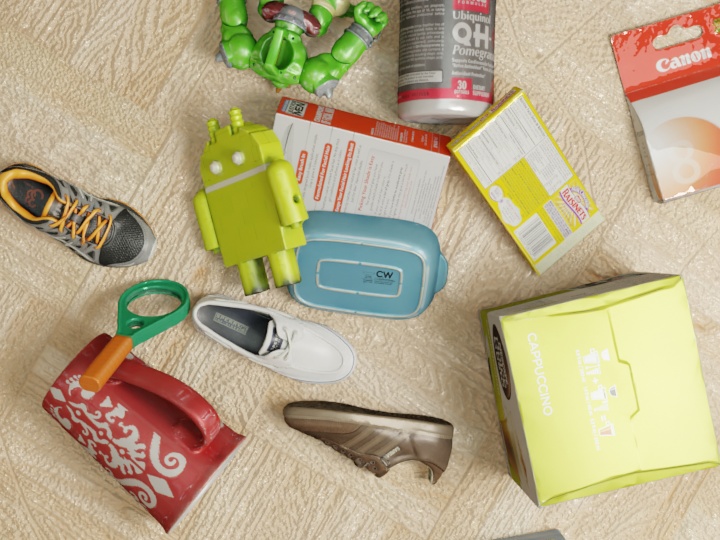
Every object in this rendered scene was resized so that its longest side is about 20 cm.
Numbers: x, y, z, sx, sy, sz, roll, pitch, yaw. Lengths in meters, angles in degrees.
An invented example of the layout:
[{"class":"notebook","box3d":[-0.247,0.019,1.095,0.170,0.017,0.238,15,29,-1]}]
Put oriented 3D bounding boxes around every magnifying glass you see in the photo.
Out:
[{"class":"magnifying glass","box3d":[-0.247,0.067,1.300,0.078,0.200,0.023,9,121,14]}]

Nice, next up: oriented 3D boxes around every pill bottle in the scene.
[{"class":"pill bottle","box3d":[0.097,-0.268,1.335,0.109,0.111,0.204,1,91,-1]}]

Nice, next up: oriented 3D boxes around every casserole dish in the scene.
[{"class":"casserole dish","box3d":[0.000,0.000,1.344,0.197,0.039,0.123,7,121,2]}]

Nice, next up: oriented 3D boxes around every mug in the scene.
[{"class":"mug","box3d":[-0.231,0.158,1.320,0.199,0.133,0.178,39,113,3]}]

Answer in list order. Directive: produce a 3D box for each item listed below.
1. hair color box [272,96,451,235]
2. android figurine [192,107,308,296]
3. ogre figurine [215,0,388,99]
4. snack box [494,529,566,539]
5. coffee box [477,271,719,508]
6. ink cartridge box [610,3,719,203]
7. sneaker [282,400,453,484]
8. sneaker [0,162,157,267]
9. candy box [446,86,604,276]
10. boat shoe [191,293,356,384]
[{"class":"hair color box","box3d":[-0.006,-0.113,1.341,0.197,0.064,0.112,14,117,-2]},{"class":"android figurine","box3d":[-0.123,-0.076,1.317,0.041,0.181,0.203,-17,94,-40]},{"class":"ogre figurine","box3d":[-0.082,-0.267,1.341,0.198,0.098,0.121,23,78,-12]},{"class":"snack box","box3d":[0.167,0.413,1.365,0.166,0.068,0.203,-10,89,0]},{"class":"coffee box","box3d":[0.249,0.121,1.298,0.197,0.198,0.203,-12,91,-1]},{"class":"ink cartridge box","box3d":[0.391,-0.195,1.373,0.160,0.050,0.203,-16,94,-1]},{"class":"sneaker","box3d":[0.006,0.196,1.358,0.197,0.070,0.077,8,91,-1]},{"class":"sneaker","box3d":[-0.324,-0.059,1.347,0.198,0.077,0.079,23,88,-3]},{"class":"candy box","box3d":[0.187,-0.097,1.337,0.102,0.026,0.201,-40,119,-3]},{"class":"boat shoe","box3d":[-0.099,0.082,1.357,0.197,0.065,0.075,16,90,-1]}]
